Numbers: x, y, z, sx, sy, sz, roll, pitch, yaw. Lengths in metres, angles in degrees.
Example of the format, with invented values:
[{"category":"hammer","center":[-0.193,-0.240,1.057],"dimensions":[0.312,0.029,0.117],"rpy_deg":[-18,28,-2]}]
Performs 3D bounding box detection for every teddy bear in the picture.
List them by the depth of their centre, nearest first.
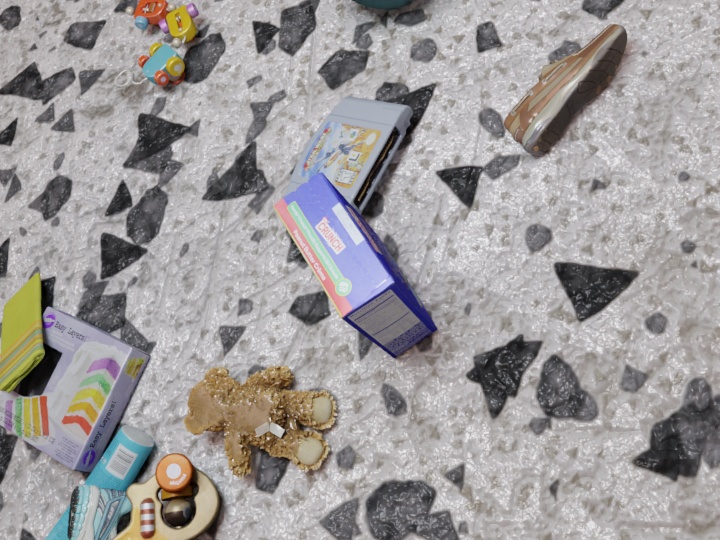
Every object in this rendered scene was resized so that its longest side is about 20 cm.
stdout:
[{"category":"teddy bear","center":[-0.125,0.191,0.911],"dimensions":[0.197,0.067,0.147],"rpy_deg":[-7,78,11]}]

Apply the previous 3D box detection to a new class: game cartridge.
[{"category":"game cartridge","center":[-0.024,-0.155,0.989],"dimensions":[0.132,0.042,0.202],"rpy_deg":[20,74,33]}]

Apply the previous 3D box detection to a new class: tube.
[{"category":"tube","center":[-0.355,0.310,0.957],"dimensions":[0.077,0.050,0.201],"rpy_deg":[32,89,26]}]

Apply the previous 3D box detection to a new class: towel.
[{"category":"towel","center":[-0.510,0.089,1.066],"dimensions":[0.086,0.018,0.201],"rpy_deg":[-41,41,7]}]

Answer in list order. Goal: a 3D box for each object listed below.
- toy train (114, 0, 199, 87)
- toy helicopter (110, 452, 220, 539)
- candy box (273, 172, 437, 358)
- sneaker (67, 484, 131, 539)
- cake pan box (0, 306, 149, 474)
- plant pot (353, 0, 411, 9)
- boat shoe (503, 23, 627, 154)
[{"category":"toy train","center":[-0.341,-0.386,1.201],"dimensions":[0.148,0.056,0.203],"rpy_deg":[-1,68,21]},{"category":"toy helicopter","center":[-0.262,0.331,0.872],"dimensions":[0.199,0.079,0.133],"rpy_deg":[-33,77,-19]},{"category":"candy box","center":[0.000,0.000,0.848],"dimensions":[0.077,0.200,0.170],"rpy_deg":[-34,63,5]},{"category":"sneaker","center":[-0.335,0.380,0.905],"dimensions":[0.077,0.085,0.203],"rpy_deg":[-168,85,-66]},{"category":"cake pan box","center":[-0.428,0.169,1.032],"dimensions":[0.198,0.052,0.186],"rpy_deg":[20,77,26]},{"category":"plant pot","center":[0.035,-0.470,1.043],"dimensions":[0.197,0.135,0.203],"rpy_deg":[-7,68,17]},{"category":"boat shoe","center":[0.263,-0.245,0.912],"dimensions":[0.200,0.076,0.072],"rpy_deg":[-47,60,-2]}]
